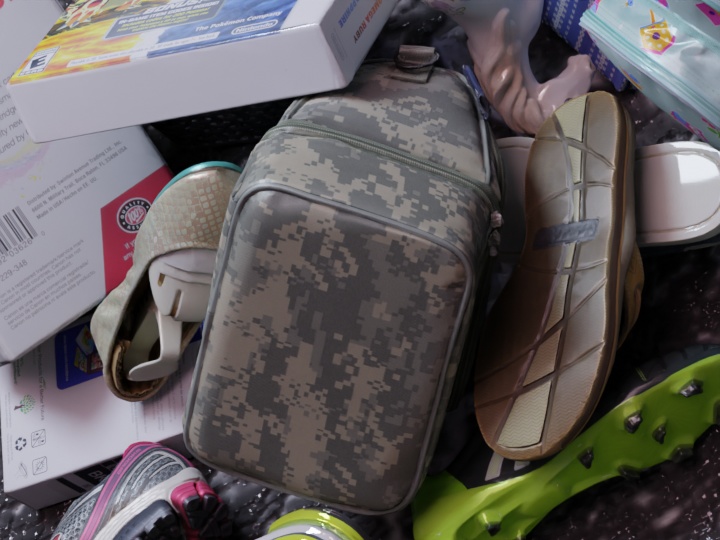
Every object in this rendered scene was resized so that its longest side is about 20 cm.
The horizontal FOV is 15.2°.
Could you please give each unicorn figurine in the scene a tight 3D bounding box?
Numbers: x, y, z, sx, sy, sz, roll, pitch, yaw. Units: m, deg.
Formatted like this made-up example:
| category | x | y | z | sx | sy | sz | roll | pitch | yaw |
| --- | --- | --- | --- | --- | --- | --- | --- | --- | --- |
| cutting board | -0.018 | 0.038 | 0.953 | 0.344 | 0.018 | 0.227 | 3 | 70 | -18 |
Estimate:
| category | x | y | z | sx | sy | sz | roll | pitch | yaw |
| --- | --- | --- | --- | --- | --- | --- | --- | --- | --- |
| unicorn figurine | 0.076 | -0.155 | 1.467 | 0.074 | 0.200 | 0.138 | -5 | 67 | 47 |

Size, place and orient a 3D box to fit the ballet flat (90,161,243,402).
| category | x | y | z | sx | sy | sz | roll | pitch | yaw |
| --- | --- | --- | --- | --- | --- | --- | --- | --- | --- |
| ballet flat | -0.097 | 0.013 | 1.472 | 0.200 | 0.067 | 0.062 | 124 | 145 | -56 |

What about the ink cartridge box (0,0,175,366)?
| category | x | y | z | sx | sy | sz | roll | pitch | yaw |
| --- | --- | --- | --- | --- | --- | --- | --- | --- | --- |
| ink cartridge box | -0.208 | -0.063 | 1.565 | 0.147 | 0.086 | 0.200 | -34 | 93 | -18 |

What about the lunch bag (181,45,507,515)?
| category | x | y | z | sx | sy | sz | roll | pitch | yaw |
| --- | --- | --- | --- | --- | --- | --- | --- | --- | --- |
| lunch bag | 0.000 | 0.000 | 1.412 | 0.139 | 0.200 | 0.168 | 15 | 34 | 3 |

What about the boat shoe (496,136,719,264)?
| category | x | y | z | sx | sy | sz | roll | pitch | yaw |
| --- | --- | --- | --- | --- | --- | --- | --- | --- | --- |
| boat shoe | 0.128 | -0.037 | 1.452 | 0.200 | 0.062 | 0.075 | -7 | 75 | 36 |

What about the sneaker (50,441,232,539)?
| category | x | y | z | sx | sy | sz | roll | pitch | yaw |
| --- | --- | --- | --- | --- | --- | --- | --- | --- | --- |
| sneaker | -0.160 | 0.184 | 1.517 | 0.200 | 0.081 | 0.075 | -43 | 46 | -1 |

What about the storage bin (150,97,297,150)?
| category | x | y | z | sx | sy | sz | roll | pitch | yaw |
| --- | --- | --- | --- | --- | --- | --- | --- | --- | --- |
| storage bin | -0.074 | -0.186 | 1.631 | 0.135 | 0.094 | 0.200 | -6 | 64 | 29 |

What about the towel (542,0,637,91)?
| category | x | y | z | sx | sy | sz | roll | pitch | yaw |
| --- | --- | --- | --- | --- | --- | --- | --- | --- | --- |
| towel | 0.113 | -0.211 | 1.520 | 0.200 | 0.024 | 0.145 | 48 | 140 | 37 |

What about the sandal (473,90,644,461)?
| category | x | y | z | sx | sy | sz | roll | pitch | yaw |
| --- | --- | --- | --- | --- | --- | --- | --- | --- | --- |
| sandal | 0.113 | 0.005 | 1.387 | 0.080 | 0.054 | 0.200 | -6 | 63 | 40 |

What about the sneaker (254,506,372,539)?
| category | x | y | z | sx | sy | sz | roll | pitch | yaw |
| --- | --- | --- | --- | --- | --- | --- | --- | --- | --- |
| sneaker | -0.080 | 0.195 | 1.426 | 0.200 | 0.074 | 0.081 | -39 | 5 | 35 |

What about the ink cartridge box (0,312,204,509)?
| category | x | y | z | sx | sy | sz | roll | pitch | yaw |
| --- | --- | --- | --- | --- | --- | --- | --- | --- | --- |
| ink cartridge box | -0.121 | 0.064 | 1.573 | 0.200 | 0.039 | 0.100 | -20 | 58 | 24 |

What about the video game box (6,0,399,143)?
| category | x | y | z | sx | sy | sz | roll | pitch | yaw |
| --- | --- | --- | --- | --- | --- | --- | --- | --- | --- |
| video game box | -0.069 | -0.148 | 1.471 | 0.200 | 0.047 | 0.182 | -8 | 29 | 28 |

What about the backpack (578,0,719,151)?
| category | x | y | z | sx | sy | sz | roll | pitch | yaw |
| --- | --- | --- | --- | --- | --- | --- | --- | --- | --- |
| backpack | 0.198 | -0.142 | 1.353 | 0.153 | 0.200 | 0.176 | -45 | 32 | 4 |

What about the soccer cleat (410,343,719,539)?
| category | x | y | z | sx | sy | sz | roll | pitch | yaw |
| --- | --- | --- | --- | --- | --- | --- | --- | --- | --- |
| soccer cleat | 0.107 | 0.084 | 1.408 | 0.200 | 0.068 | 0.081 | -33 | 48 | 16 |
